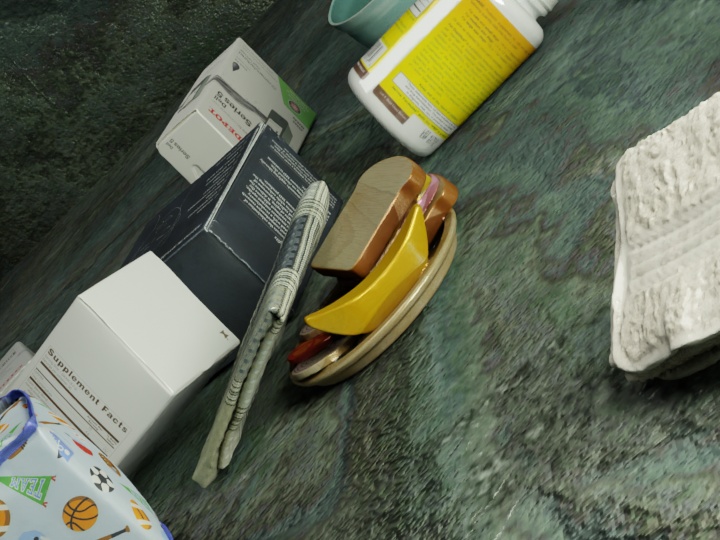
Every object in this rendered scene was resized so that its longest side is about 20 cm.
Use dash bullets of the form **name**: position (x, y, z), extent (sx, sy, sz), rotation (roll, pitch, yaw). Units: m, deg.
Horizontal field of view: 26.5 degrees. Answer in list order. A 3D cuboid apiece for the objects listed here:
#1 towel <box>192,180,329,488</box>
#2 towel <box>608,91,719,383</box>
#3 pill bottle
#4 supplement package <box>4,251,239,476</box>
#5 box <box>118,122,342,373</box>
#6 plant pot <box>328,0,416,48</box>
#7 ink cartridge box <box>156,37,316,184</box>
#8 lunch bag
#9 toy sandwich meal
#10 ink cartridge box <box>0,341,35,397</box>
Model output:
- **towel**: position (-0.076, 0.054, 1.249), extent (0.193, 0.034, 0.201), rotation (-75, 8, -56)
- **towel**: position (0.181, -0.030, 0.727), extent (0.200, 0.034, 0.134), rotation (-37, 42, 56)
- **pill bottle**: position (0.090, -0.208, 1.396), extent (0.200, 0.109, 0.109), rotation (-44, 15, 11)
- **supplement package**: position (-0.223, 0.104, 1.353), extent (0.200, 0.120, 0.121), rotation (-48, -5, 31)
- **box**: position (-0.142, -0.005, 1.502), extent (0.199, 0.124, 0.197), rotation (-37, 17, 33)
- **plant pot**: position (0.080, -0.290, 1.564), extent (0.200, 0.134, 0.201), rotation (-45, 21, 22)
- **ink cartridge box**: position (-0.152, -0.175, 1.907), extent (0.084, 0.145, 0.201), rotation (-36, 19, 31)
- **lunch bag**: position (-0.244, 0.190, 1.215), extent (0.124, 0.170, 0.200), rotation (-43, 16, -4)
- **toy sandwich meal**: position (0.000, 0.000, 1.199), extent (0.205, 0.070, 0.206), rotation (-43, 16, 15)
- **ink cartridge box**: position (-0.447, 0.180, 1.952), extent (0.148, 0.086, 0.200), rotation (-49, 17, -8)
